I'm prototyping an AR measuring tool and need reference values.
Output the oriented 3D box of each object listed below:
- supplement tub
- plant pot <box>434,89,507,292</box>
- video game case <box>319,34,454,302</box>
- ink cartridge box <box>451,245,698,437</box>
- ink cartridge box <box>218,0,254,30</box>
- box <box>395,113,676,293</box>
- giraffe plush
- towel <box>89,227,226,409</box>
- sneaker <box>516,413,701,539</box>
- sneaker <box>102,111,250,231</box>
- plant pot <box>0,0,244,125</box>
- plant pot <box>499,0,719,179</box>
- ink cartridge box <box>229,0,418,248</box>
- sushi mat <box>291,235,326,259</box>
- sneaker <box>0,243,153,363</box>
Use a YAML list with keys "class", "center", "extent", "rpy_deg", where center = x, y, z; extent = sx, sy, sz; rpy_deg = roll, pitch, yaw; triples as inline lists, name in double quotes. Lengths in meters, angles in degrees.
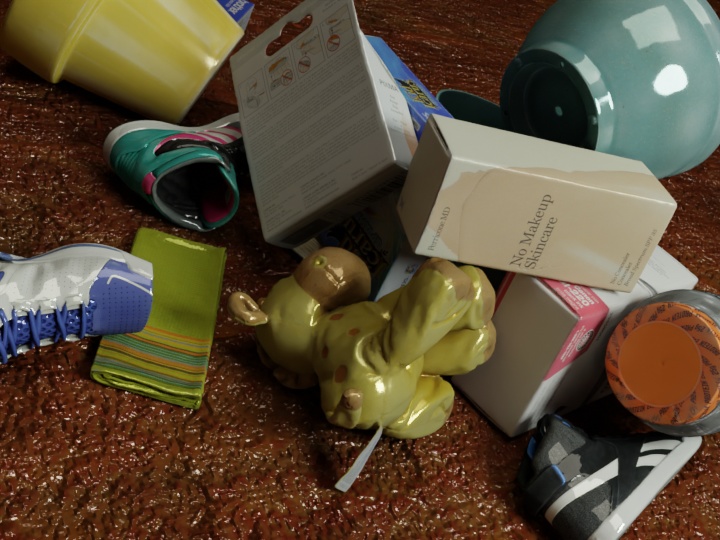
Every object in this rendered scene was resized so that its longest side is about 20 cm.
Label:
- class: "supplement tub"
  center: [0.295, 0.079, 0.840]
  extent: [0.123, 0.123, 0.200]
  rpy_deg: [47, 24, 29]
- class: "plant pot"
  center: [0.119, -0.056, 0.965]
  extent: [0.200, 0.161, 0.201]
  rpy_deg: [26, 27, -14]
- class: "video game case"
  center: [0.013, -0.093, 0.915]
  extent: [0.045, 0.181, 0.200]
  rpy_deg: [-1, 41, -34]
- class: "ink cartridge box"
  center: [0.199, 0.054, 0.894]
  extent: [0.200, 0.146, 0.085]
  rpy_deg: [-14, 47, -44]
- class: "ink cartridge box"
  center: [-0.207, -0.305, 1.207]
  extent: [0.094, 0.044, 0.200]
  rpy_deg: [25, 33, -4]
- class: "box"
  center: [0.139, -0.053, 0.791]
  extent: [0.200, 0.095, 0.078]
  rpy_deg: [8, 32, -17]
- class: "giraffe plush"
  center: [-0.009, 0.052, 0.784]
  extent: [0.162, 0.173, 0.200]
  rpy_deg: [34, 67, 30]
- class: "towel"
  center: [-0.160, 0.030, 0.803]
  extent: [0.086, 0.018, 0.200]
  rpy_deg: [18, 34, -13]
- class: "sneaker"
  center: [0.208, 0.153, 0.830]
  extent: [0.112, 0.073, 0.200]
  rpy_deg: [42, 38, 20]
- class: "sneaker"
  center: [-0.131, -0.096, 0.933]
  extent: [0.200, 0.084, 0.121]
  rpy_deg: [-10, 42, -31]
- class: "plant pot"
  center: [-0.233, -0.251, 1.001]
  extent: [0.189, 0.201, 0.201]
  rpy_deg: [37, 31, -13]
- class: "plant pot"
  center: [0.212, -0.159, 0.878]
  extent: [0.134, 0.200, 0.200]
  rpy_deg: [-26, 57, -30]
- class: "ink cartridge box"
  center: [-0.037, -0.141, 0.879]
  extent: [0.050, 0.162, 0.200]
  rpy_deg: [16, 55, -48]
- class: "sushi mat"
  center: [0.000, 0.000, 0.957]
  extent: [0.200, 0.012, 0.096]
  rpy_deg: [41, 37, 21]
- class: "sneaker"
  center: [-0.251, 0.038, 0.686]
  extent: [0.199, 0.081, 0.115]
  rpy_deg: [7, 41, -15]
